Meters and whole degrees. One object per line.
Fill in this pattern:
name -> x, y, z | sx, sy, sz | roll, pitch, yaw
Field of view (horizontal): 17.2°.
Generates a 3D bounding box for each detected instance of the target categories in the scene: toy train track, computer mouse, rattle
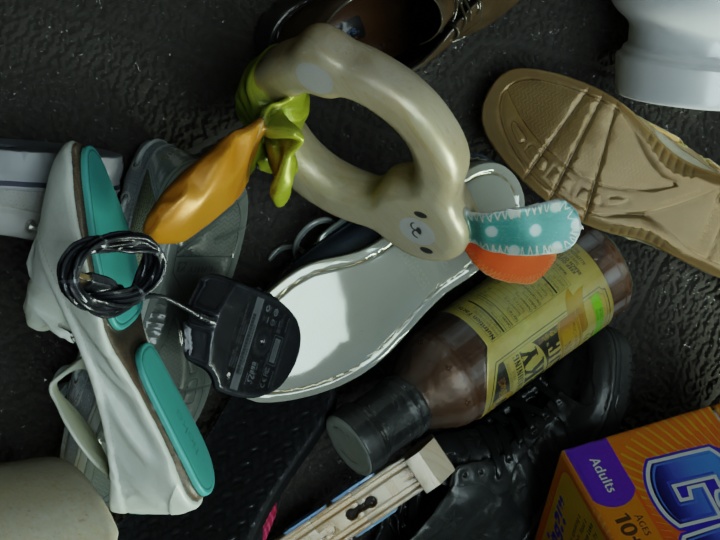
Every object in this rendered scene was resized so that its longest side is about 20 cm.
toy train track -> -0.034, 0.161, 1.352 | 0.199, 0.033, 0.115 | -34, 102, 0
computer mouse -> -0.094, 0.021, 1.213 | 0.200, 0.034, 0.059 | 30, 77, -55
rattle -> 0.009, -0.020, 1.234 | 0.200, 0.130, 0.143 | 45, 38, -18

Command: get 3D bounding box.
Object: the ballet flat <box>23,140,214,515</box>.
ballet flat -> -0.136, 0.036, 1.222 | 0.069, 0.069, 0.201 | -22, 100, -18

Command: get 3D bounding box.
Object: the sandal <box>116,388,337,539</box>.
sandal -> -0.079, 0.135, 1.328 | 0.200, 0.075, 0.045 | -52, 161, -20

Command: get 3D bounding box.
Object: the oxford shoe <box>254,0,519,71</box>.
oxford shoe -> 0.045, -0.149, 1.307 | 0.199, 0.084, 0.073 | -33, 113, -15

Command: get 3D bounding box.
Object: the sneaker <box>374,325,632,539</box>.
sneaker -> 0.077, 0.113, 1.400 | 0.104, 0.060, 0.201 | 20, 100, -31

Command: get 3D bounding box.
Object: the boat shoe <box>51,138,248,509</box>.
boat shoe -> -0.121, 0.031, 1.295 | 0.074, 0.065, 0.204 | 2, 109, -48

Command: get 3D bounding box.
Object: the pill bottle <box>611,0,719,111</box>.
pill bottle -> 0.200, -0.197, 1.347 | 0.115, 0.116, 0.202 | -1, 103, -24

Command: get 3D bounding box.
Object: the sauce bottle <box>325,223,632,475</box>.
sauce bottle -> 0.067, 0.047, 1.362 | 0.199, 0.065, 0.065 | -35, 115, -22

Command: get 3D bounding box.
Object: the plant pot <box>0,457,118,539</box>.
plant pot -> -0.222, 0.180, 1.223 | 0.182, 0.200, 0.202 | -12, 108, -32

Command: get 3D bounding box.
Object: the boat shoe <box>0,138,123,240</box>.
boat shoe -> -0.218, -0.033, 1.227 | 0.199, 0.071, 0.070 | 2, 100, -32

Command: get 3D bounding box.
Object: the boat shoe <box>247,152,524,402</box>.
boat shoe -> 0.000, 0.000, 1.336 | 0.200, 0.062, 0.075 | -41, 114, -11

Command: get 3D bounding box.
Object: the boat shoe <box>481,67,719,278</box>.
boat shoe -> 0.156, -0.052, 1.388 | 0.199, 0.069, 0.074 | 31, 92, -5

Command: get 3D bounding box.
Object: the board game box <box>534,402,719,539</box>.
board game box -> 0.226, 0.213, 1.374 | 0.198, 0.201, 0.201 | -15, 143, -21
